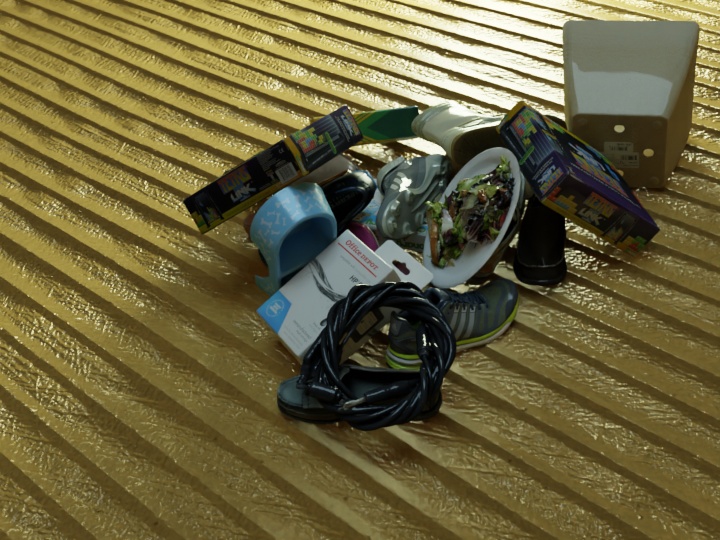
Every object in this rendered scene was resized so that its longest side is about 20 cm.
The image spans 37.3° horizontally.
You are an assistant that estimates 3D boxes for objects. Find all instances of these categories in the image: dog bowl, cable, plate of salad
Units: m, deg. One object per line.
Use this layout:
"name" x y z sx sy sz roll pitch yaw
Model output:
"dog bowl" -0.080 -0.025 1.380 0.111 0.201 0.050 -27 57 -20
"cable" 0.028 0.087 1.212 0.161 0.051 0.201 17 51 28
"plate of salad" 0.135 -0.074 1.394 0.048 0.201 0.201 26 28 -24

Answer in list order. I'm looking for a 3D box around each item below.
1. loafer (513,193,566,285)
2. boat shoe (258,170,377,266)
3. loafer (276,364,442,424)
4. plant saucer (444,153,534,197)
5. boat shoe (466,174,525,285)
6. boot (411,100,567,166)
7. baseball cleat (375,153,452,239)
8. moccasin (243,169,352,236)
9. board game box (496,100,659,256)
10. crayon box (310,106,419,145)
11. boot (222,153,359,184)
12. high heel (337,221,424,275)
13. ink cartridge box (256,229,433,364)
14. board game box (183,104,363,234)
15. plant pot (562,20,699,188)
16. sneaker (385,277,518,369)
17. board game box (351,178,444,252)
"loafer" 0.244 -0.055 1.454 0.072 0.072 0.201 0 37 10
"boat shoe" -0.069 -0.071 1.465 0.200 0.084 0.069 -41 10 20
"loafer" -0.005 0.135 1.245 0.197 0.063 0.073 -1 55 8
"plant saucer" 0.207 -0.162 1.603 0.197 0.036 0.201 -1 27 1
"boat shoe" 0.189 -0.075 1.453 0.074 0.069 0.202 24 58 -6
"boot" 0.190 -0.210 1.584 0.197 0.073 0.155 -11 25 -22
"baseball cleat" 0.055 -0.103 1.514 0.105 0.071 0.200 2 30 34
"moccasin" -0.088 -0.096 1.539 0.199 0.078 0.074 -13 31 34
"board game box" 0.289 -0.123 1.423 0.199 0.057 0.166 24 28 -36
"crayon box" -0.010 -0.223 1.693 0.197 0.052 0.126 -8 6 -4
"boot" -0.112 -0.138 1.614 0.145 0.071 0.199 -15 13 -35
"high heel" 0.000 0.000 1.450 0.096 0.068 0.199 -41 47 -16
"ink cartridge box" -0.019 0.030 1.341 0.200 0.067 0.116 -42 43 -8
"board game box" -0.115 -0.135 1.414 0.199 0.057 0.165 -25 10 36
"plant pot" 0.390 -0.234 1.578 0.197 0.202 0.178 4 47 16
"sneaker" 0.117 0.055 1.324 0.198 0.082 0.074 -27 41 -24
"board game box" 0.070 -0.080 1.553 0.197 0.035 0.127 9 40 22
